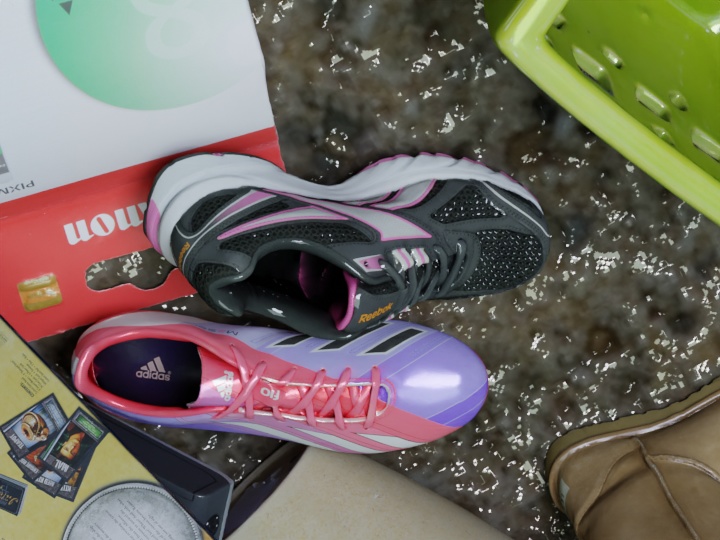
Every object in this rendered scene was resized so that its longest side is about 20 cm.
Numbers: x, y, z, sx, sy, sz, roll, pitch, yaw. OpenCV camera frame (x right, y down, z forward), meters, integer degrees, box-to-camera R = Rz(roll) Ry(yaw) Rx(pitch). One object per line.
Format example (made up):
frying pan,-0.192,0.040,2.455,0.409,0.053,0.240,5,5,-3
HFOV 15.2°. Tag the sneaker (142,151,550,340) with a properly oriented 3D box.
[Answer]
sneaker,0.000,0.000,1.282,0.199,0.086,0.081,-2,127,-21

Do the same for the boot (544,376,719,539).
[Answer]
boot,0.188,0.134,1.331,0.175,0.200,0.066,-20,118,0

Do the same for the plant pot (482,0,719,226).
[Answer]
plant pot,0.172,-0.151,1.201,0.200,0.182,0.199,34,106,-24

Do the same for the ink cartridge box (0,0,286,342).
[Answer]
ink cartridge box,-0.119,-0.061,1.267,0.160,0.050,0.201,-16,115,-2

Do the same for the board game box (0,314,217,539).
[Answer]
board game box,-0.177,0.107,1.257,0.135,0.035,0.200,-44,72,-5

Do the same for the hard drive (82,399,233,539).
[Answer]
hard drive,-0.144,0.165,1.335,0.139,0.033,0.201,25,116,25

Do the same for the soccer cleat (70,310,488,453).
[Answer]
soccer cleat,-0.040,0.054,1.290,0.199,0.076,0.067,6,97,7

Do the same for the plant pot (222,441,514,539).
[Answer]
plant pot,0.012,0.183,1.349,0.187,0.187,0.200,-43,99,11
